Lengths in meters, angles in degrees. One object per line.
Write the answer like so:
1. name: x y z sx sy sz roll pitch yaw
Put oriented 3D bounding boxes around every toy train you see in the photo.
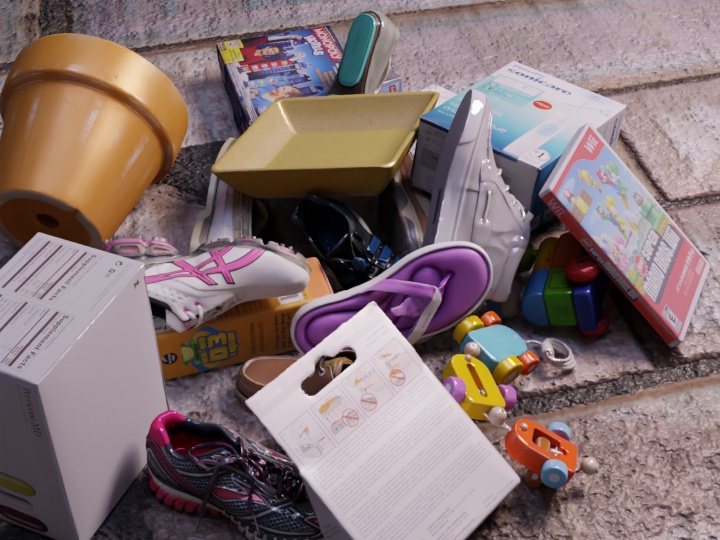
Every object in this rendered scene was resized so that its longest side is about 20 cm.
1. toy train: 0.202 -0.019 1.316 0.116 0.085 0.200 -2 38 21
2. toy train: 0.137 0.121 1.168 0.150 0.056 0.200 27 30 -7

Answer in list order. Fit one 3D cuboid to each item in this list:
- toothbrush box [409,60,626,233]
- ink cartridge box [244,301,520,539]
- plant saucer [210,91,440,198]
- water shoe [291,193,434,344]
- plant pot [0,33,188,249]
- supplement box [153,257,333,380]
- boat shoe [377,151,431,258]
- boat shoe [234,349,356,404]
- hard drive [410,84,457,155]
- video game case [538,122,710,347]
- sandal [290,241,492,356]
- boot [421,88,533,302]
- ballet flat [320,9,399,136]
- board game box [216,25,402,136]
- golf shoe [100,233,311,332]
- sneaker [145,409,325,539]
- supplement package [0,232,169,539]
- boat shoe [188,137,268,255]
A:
1. toothbrush box: 0.169 -0.134 1.367 0.146 0.085 0.200 27 38 26
2. ink cartridge box: 0.015 0.149 1.061 0.161 0.050 0.200 -37 84 -34
3. plant saucer: -0.030 -0.129 1.366 0.200 0.049 0.200 0 28 20
4. water shoe: 0.000 0.000 1.270 0.072 0.079 0.200 -52 55 9
5. plant pot: -0.304 -0.116 1.372 0.200 0.200 0.184 7 57 11
6. supplement box: -0.127 0.050 1.247 0.200 0.067 0.069 -12 44 -11
7. boat shoe: 0.063 -0.062 1.376 0.072 0.076 0.200 2 41 -12
8. boat shoe: -0.021 0.101 1.178 0.200 0.068 0.072 9 41 13
9. hard drive: 0.112 -0.143 1.492 0.140 0.038 0.200 -33 50 -32
10. video game case: 0.264 -0.038 1.267 0.200 0.017 0.143 47 40 -9
11. sandal: 0.031 0.041 1.195 0.202 0.083 0.050 -24 19 12
12. boot: 0.122 -0.069 1.248 0.095 0.200 0.074 14 -6 -10
13. ballet flat: -0.006 -0.199 1.481 0.067 0.200 0.064 23 2 39
14. board game box: -0.059 -0.221 1.573 0.199 0.062 0.200 -10 40 -12
15. golf shoe: -0.145 0.019 1.191 0.200 0.073 0.092 -1 65 4
16. sneaker: -0.094 0.178 1.085 0.200 0.075 0.081 13 41 15
17. supplement package: -0.253 0.101 1.083 0.111 0.200 0.156 14 43 20
18. boat shoe: -0.133 -0.064 1.384 0.068 0.075 0.200 8 47 2
